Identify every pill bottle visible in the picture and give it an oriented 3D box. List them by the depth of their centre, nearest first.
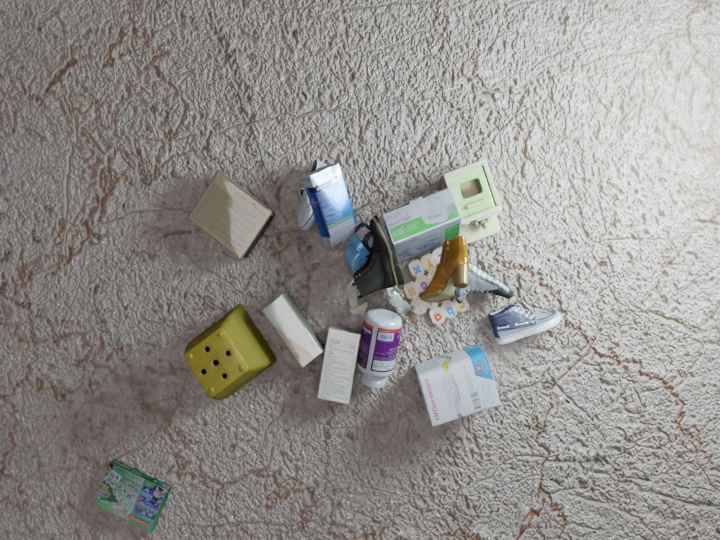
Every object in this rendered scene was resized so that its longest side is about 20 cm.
[{"bbox_3d":[0.051,0.220,1.492,0.109,0.113,0.207,10,105,2],"label":"pill bottle"}]

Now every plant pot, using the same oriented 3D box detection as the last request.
[{"bbox_3d":[-0.380,0.242,1.486,0.198,0.176,0.203,-35,90,2],"label":"plant pot"}]

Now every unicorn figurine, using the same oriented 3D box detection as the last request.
[{"bbox_3d":[0.100,0.066,1.502,0.072,0.137,0.206,-19,105,-7],"label":"unicorn figurine"}]

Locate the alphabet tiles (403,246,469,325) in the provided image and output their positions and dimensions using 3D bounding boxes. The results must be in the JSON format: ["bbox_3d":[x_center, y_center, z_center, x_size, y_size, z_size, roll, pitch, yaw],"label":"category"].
[{"bbox_3d":[0.228,0.045,1.542,0.196,0.015,0.200,-26,90,2],"label":"alphabet tiles"}]

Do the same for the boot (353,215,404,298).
[{"bbox_3d":[0.026,-0.028,1.398,0.135,0.078,0.205,-21,109,2],"label":"boot"}]

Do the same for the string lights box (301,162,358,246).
[{"bbox_3d":[-0.082,-0.184,1.480,0.101,0.058,0.206,-26,109,-26],"label":"string lights box"}]

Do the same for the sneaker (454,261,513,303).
[{"bbox_3d":[0.327,0.054,1.501,0.197,0.075,0.118,32,97,11],"label":"sneaker"}]

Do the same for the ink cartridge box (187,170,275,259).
[{"bbox_3d":[-0.370,-0.158,1.528,0.198,0.075,0.167,37,91,1],"label":"ink cartridge box"}]

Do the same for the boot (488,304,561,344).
[{"bbox_3d":[0.467,0.134,1.505,0.195,0.073,0.093,-21,96,3],"label":"boot"}]

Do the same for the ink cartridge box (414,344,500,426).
[{"bbox_3d":[0.264,0.318,1.480,0.194,0.146,0.151,-17,91,2],"label":"ink cartridge box"}]

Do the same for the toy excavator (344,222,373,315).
[{"bbox_3d":[0.000,0.000,1.496,0.199,0.100,0.195,-41,122,0],"label":"toy excavator"}]

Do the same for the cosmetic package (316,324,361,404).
[{"bbox_3d":[-0.060,0.270,1.527,0.102,0.071,0.207,11,92,2],"label":"cosmetic package"}]

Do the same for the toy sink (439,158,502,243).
[{"bbox_3d":[0.316,-0.188,1.485,0.127,0.112,0.206,-18,91,2],"label":"toy sink"}]

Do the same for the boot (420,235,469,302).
[{"bbox_3d":[0.236,-0.003,1.478,0.069,0.200,0.149,14,63,-26],"label":"boot"}]

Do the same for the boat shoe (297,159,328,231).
[{"bbox_3d":[-0.148,-0.219,1.513,0.066,0.072,0.206,25,80,-40],"label":"boat shoe"}]

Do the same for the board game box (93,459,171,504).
[{"bbox_3d":[-0.680,0.672,1.578,0.195,0.029,0.138,25,93,1],"label":"board game box"}]

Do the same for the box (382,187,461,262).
[{"bbox_3d":[0.169,-0.122,1.452,0.194,0.177,0.099,-20,73,1],"label":"box"}]

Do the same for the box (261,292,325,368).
[{"bbox_3d":[-0.190,0.168,1.520,0.077,0.095,0.202,-36,88,3],"label":"box"}]
